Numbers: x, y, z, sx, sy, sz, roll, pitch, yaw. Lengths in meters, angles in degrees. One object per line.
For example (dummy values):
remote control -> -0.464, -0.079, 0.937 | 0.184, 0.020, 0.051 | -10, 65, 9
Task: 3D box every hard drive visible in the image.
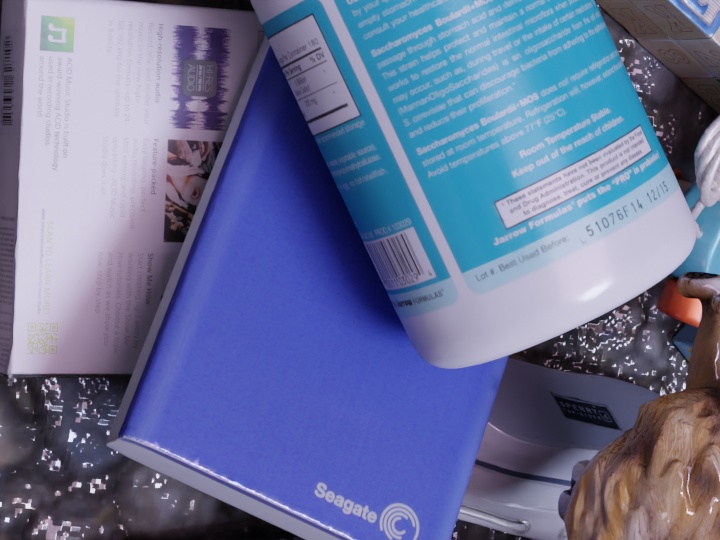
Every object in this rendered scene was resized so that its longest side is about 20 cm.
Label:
hard drive -> 0.000, 0.000, 0.801 | 0.132, 0.025, 0.200 | 27, 67, -19

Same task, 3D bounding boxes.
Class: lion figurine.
lion figurine -> 0.167, 0.060, 0.782 | 0.199, 0.072, 0.123 | -6, 103, -17

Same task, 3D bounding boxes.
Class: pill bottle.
pill bottle -> 0.031, -0.075, 0.749 | 0.111, 0.111, 0.200 | -27, 96, -21

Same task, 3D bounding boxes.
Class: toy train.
toy train -> 0.164, -0.067, 0.842 | 0.200, 0.056, 0.150 | -41, 144, -35

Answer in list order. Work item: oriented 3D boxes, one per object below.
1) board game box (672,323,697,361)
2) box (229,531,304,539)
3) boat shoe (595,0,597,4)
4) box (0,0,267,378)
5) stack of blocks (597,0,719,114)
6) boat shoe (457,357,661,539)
board game box -> 0.256, 0.001, 0.949 | 0.200, 0.105, 0.103 | -47, 112, -14
box -> -0.053, 0.189, 0.808 | 0.200, 0.104, 0.148 | -4, 104, -26
boat shoe -> 0.027, -0.154, 0.821 | 0.200, 0.071, 0.091 | 27, 113, -19
box -> -0.045, -0.030, 0.841 | 0.199, 0.036, 0.145 | 2, 94, -25
stack of blocks -> 0.152, -0.153, 0.911 | 0.200, 0.059, 0.115 | 37, 79, -24
boat shoe -> 0.091, 0.086, 0.904 | 0.200, 0.074, 0.065 | 21, 121, -35
